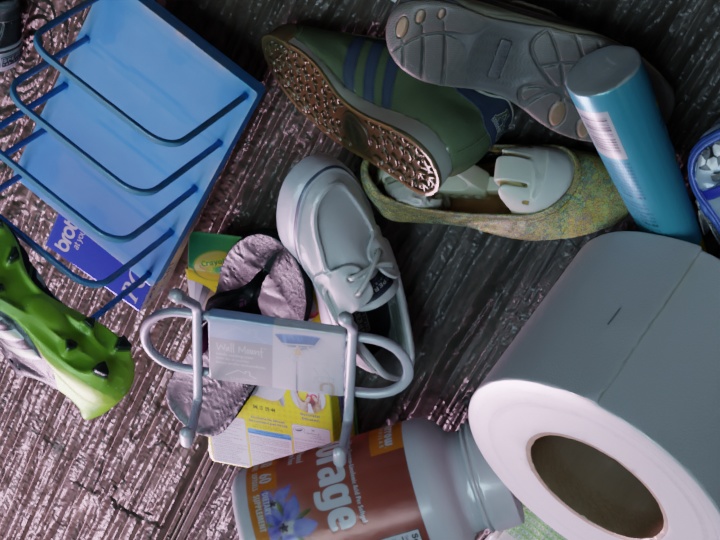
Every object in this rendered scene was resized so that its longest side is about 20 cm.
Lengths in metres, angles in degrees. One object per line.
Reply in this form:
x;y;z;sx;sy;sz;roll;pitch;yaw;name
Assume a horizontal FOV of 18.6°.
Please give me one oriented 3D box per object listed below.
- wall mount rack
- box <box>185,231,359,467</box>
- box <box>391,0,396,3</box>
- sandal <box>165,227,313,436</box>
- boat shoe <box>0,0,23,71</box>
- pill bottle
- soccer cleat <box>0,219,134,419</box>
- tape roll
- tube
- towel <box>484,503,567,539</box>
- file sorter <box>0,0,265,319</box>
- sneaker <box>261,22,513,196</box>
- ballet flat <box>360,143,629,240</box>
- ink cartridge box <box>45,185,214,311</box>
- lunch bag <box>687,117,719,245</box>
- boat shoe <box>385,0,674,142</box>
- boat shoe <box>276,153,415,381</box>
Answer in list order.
-0.064;0.060;1.536;0.199;0.075;0.174;7;135;5;wall mount rack
-0.067;0.060;1.673;0.117;0.048;0.201;9;123;23;box
-0.035;-0.249;1.487;0.200;0.041;0.039;34;127;7;box
-0.092;0.055;1.625;0.075;0.048;0.201;33;127;8;sandal
-0.346;-0.206;1.647;0.199;0.074;0.068;19;128;16;boat shoe
0.014;0.174;1.624;0.199;0.112;0.113;-17;110;6;pill bottle
-0.242;0.027;1.527;0.200;0.068;0.081;43;141;3;soccer cleat
0.190;0.093;1.456;0.202;0.139;0.203;30;154;17;tape roll
0.190;-0.053;1.434;0.050;0.078;0.200;-27;125;0;tube
0.190;0.203;1.639;0.149;0.031;0.200;38;125;0;towel
-0.188;-0.078;1.556;0.139;0.123;0.200;38;128;8;file sorter
0.024;-0.125;1.510;0.200;0.090;0.067;39;152;40;sneaker
0.089;-0.061;1.506;0.199;0.071;0.071;4;118;28;ballet flat
-0.159;-0.072;1.647;0.094;0.044;0.200;34;127;8;ink cartridge box
0.310;-0.060;1.396;0.200;0.076;0.161;-26;102;34;lunch bag
0.114;-0.147;1.449;0.199;0.073;0.075;21;121;-10;boat shoe
0.000;0.000;1.561;0.065;0.074;0.200;34;158;39;boat shoe
